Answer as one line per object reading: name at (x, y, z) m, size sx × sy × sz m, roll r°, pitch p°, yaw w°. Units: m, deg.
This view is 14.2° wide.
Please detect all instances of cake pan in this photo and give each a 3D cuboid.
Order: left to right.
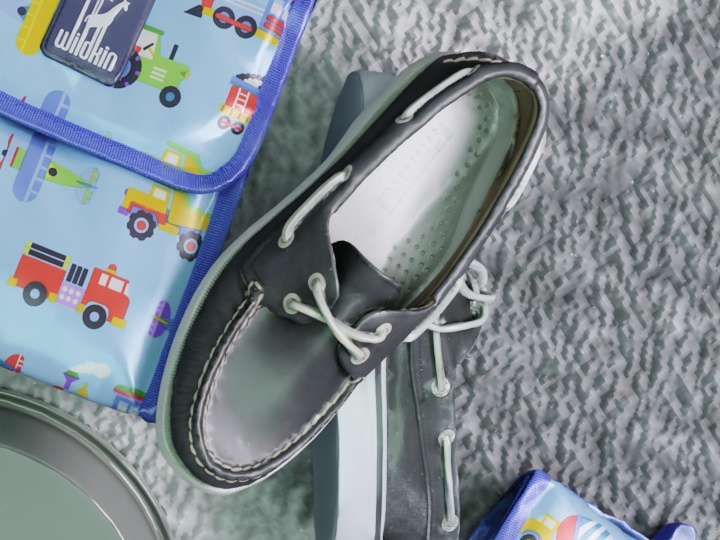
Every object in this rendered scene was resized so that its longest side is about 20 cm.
cake pan at (-0.170, 0.147, 1.193) m, size 0.199 × 0.037 × 0.201 m, roll -1°, pitch 102°, yaw -5°

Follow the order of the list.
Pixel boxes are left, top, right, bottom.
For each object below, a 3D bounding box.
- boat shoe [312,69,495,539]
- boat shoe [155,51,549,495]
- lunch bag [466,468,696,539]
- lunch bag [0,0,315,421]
boat shoe at (0.019, 0.020, 1.162) m, size 0.068 × 0.074 × 0.200 m, roll -1°, pitch 95°, yaw -13°
boat shoe at (0.000, 0.000, 1.082) m, size 0.074 × 0.060 × 0.200 m, roll 45°, pitch 76°, yaw -17°
lunch bag at (0.082, 0.191, 1.207) m, size 0.150 × 0.094 × 0.200 m, roll 35°, pitch 85°, yaw -9°
lunch bag at (-0.114, -0.062, 1.131) m, size 0.150 × 0.094 × 0.201 m, roll 21°, pitch 88°, yaw -6°
